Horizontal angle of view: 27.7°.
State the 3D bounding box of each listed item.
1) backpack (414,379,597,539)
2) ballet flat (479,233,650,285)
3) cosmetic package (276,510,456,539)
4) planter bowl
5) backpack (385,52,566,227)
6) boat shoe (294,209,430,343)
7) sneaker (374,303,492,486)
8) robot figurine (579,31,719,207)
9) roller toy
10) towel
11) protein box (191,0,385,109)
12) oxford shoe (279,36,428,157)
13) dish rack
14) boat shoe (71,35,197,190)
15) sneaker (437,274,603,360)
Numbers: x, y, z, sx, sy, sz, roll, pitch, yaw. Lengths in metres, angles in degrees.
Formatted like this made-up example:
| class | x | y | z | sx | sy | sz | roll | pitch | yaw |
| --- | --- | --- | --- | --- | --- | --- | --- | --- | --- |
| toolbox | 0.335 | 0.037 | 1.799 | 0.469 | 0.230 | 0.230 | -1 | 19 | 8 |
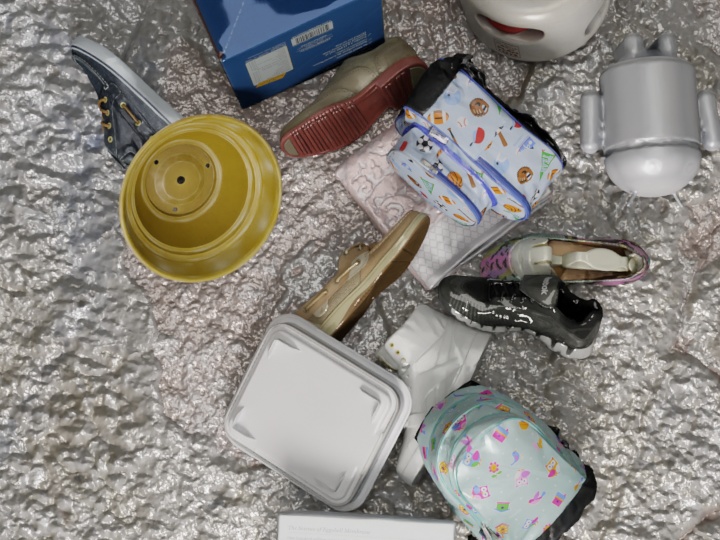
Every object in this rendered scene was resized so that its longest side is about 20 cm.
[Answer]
| class | x | y | z | sx | sy | sz | roll | pitch | yaw |
| --- | --- | --- | --- | --- | --- | --- | --- | --- | --- |
| backpack | 0.159 | 0.216 | 1.612 | 0.167 | 0.126 | 0.200 | -47 | 115 | -9 |
| ballet flat | 0.239 | -0.012 | 1.699 | 0.198 | 0.071 | 0.070 | 0 | 82 | 3 |
| cosmetic package | 0.004 | 0.372 | 1.625 | 0.197 | 0.123 | 0.202 | 3 | 83 | 3 |
| planter bowl | -0.198 | -0.095 | 1.703 | 0.199 | 0.083 | 0.202 | -11 | 115 | -25 |
| backpack | 0.128 | -0.135 | 1.639 | 0.190 | 0.200 | 0.155 | 32 | 91 | -3 |
| boat shoe | 0.000 | 0.000 | 1.694 | 0.065 | 0.071 | 0.200 | 44 | 100 | 16 |
| sneaker | 0.060 | 0.138 | 1.689 | 0.115 | 0.074 | 0.201 | 25 | 75 | 8 |
| robot figurine | 0.337 | -0.172 | 1.698 | 0.168 | 0.113 | 0.202 | -1 | 81 | -2 |
| roller toy | 0.201 | -0.345 | 1.716 | 0.199 | 0.140 | 0.184 | -24 | 71 | 3 |
| towel | 0.100 | -0.105 | 1.739 | 0.199 | 0.032 | 0.192 | -37 | 82 | -4 |
| protein box | -0.086 | -0.309 | 1.690 | 0.197 | 0.200 | 0.136 | -24 | 81 | -1 |
| oxford shoe | -0.016 | -0.207 | 1.752 | 0.199 | 0.071 | 0.075 | -30 | 55 | -1 |
| dish rack | -0.057 | 0.162 | 1.664 | 0.199 | 0.043 | 0.173 | 30 | 98 | 17 |
| boat shoe | -0.289 | -0.189 | 1.745 | 0.200 | 0.071 | 0.091 | 41 | 81 | 5 |
| sneaker | 0.189 | 0.034 | 1.669 | 0.198 | 0.091 | 0.067 | 19 | 48 | -6 |
